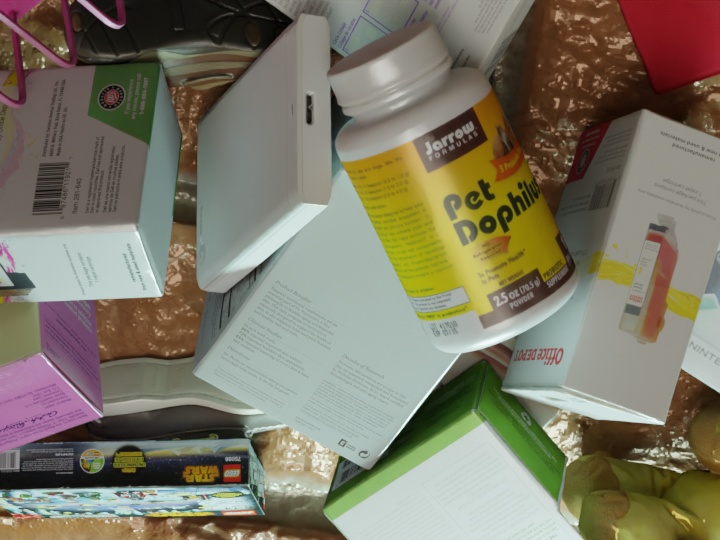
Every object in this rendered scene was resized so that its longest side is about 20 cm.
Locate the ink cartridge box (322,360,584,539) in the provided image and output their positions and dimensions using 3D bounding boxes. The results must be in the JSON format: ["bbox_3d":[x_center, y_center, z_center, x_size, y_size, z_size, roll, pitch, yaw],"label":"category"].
[{"bbox_3d":[0.093,0.191,1.804,0.148,0.076,0.200,-34,107,23],"label":"ink cartridge box"}]

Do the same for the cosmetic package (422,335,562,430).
[{"bbox_3d":[0.081,0.095,1.853,0.103,0.087,0.200,32,117,-13],"label":"cosmetic package"}]

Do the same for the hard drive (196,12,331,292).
[{"bbox_3d":[-0.067,-0.076,1.676,0.026,0.132,0.200,6,161,-22],"label":"hard drive"}]

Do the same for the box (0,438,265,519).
[{"bbox_3d":[-0.177,0.160,1.883,0.200,0.137,0.040,-1,76,3],"label":"box"}]

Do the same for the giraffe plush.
[{"bbox_3d":[0.272,0.172,1.864,0.200,0.173,0.162,38,102,-20],"label":"giraffe plush"}]

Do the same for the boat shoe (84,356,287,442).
[{"bbox_3d":[-0.115,0.104,1.878,0.200,0.072,0.060,-4,126,9],"label":"boat shoe"}]

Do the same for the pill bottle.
[{"bbox_3d":[0.055,-0.055,1.596,0.109,0.109,0.200,-23,103,15],"label":"pill bottle"}]

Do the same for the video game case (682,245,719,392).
[{"bbox_3d":[0.318,0.008,1.777,0.182,0.022,0.200,32,100,-1],"label":"video game case"}]

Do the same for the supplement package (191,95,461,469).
[{"bbox_3d":[0.000,0.000,1.763,0.152,0.151,0.200,30,118,-14],"label":"supplement package"}]

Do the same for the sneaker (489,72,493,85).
[{"bbox_3d":[0.060,-0.214,1.683,0.078,0.066,0.200,6,121,3],"label":"sneaker"}]

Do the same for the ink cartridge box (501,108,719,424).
[{"bbox_3d":[0.181,0.001,1.711,0.083,0.145,0.200,20,84,-11],"label":"ink cartridge box"}]

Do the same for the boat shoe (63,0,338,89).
[{"bbox_3d":[-0.107,-0.165,1.722,0.200,0.076,0.074,-3,154,-7],"label":"boat shoe"}]

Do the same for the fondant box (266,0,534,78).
[{"bbox_3d":[0.018,-0.212,1.640,0.200,0.058,0.144,36,125,7],"label":"fondant box"}]

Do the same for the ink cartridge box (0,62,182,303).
[{"bbox_3d":[-0.231,-0.058,1.668,0.200,0.145,0.084,-2,143,8],"label":"ink cartridge box"}]

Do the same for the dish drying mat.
[{"bbox_3d":[0.206,-0.218,1.704,0.077,0.018,0.200,-19,119,13],"label":"dish drying mat"}]

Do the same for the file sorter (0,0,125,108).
[{"bbox_3d":[-0.198,-0.223,1.606,0.200,0.126,0.139,-35,133,19],"label":"file sorter"}]

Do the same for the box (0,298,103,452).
[{"bbox_3d":[-0.287,0.029,1.752,0.176,0.200,0.097,-20,143,13],"label":"box"}]
